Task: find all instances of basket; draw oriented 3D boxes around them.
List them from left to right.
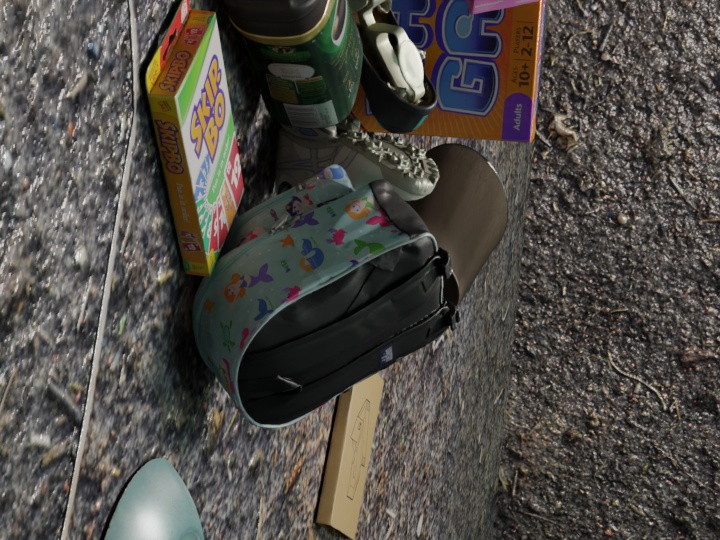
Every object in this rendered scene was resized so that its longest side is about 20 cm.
[{"bbox_3d":[0.098,-0.032,1.968,0.200,0.135,0.182,-61,152,-51],"label":"basket"}]

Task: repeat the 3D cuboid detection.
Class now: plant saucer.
[{"bbox_3d":[-0.154,0.245,1.182,0.201,0.038,0.203,7,90,-77],"label":"plant saucer"}]

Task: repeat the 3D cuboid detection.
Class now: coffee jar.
[{"bbox_3d":[-0.053,-0.202,1.253,0.200,0.084,0.105,71,26,-67],"label":"coffee jar"}]

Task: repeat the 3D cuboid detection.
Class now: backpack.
[{"bbox_3d":[-0.041,0.026,1.266,0.199,0.151,0.178,-35,148,-16],"label":"backpack"}]

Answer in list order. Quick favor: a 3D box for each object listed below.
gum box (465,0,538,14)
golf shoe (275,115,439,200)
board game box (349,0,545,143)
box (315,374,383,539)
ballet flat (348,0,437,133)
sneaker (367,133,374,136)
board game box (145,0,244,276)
[{"bbox_3d":[0.104,-0.329,1.337,0.114,0.066,0.201,94,-19,-62],"label":"gum box"},{"bbox_3d":[-0.007,-0.078,1.352,0.078,0.200,0.098,8,103,-37],"label":"golf shoe"},{"bbox_3d":[0.077,-0.232,1.511,0.200,0.198,0.202,-43,138,-81],"label":"board game box"},{"bbox_3d":[-0.011,0.213,1.858,0.164,0.021,0.202,57,43,-72],"label":"box"},{"bbox_3d":[0.012,-0.217,1.376,0.201,0.073,0.073,63,20,-9],"label":"ballet flat"},{"bbox_3d":[0.008,-0.104,1.686,0.080,0.075,0.200,-56,172,3],"label":"sneaker"},{"bbox_3d":[-0.121,-0.098,1.154,0.201,0.030,0.096,81,20,-46],"label":"board game box"}]
